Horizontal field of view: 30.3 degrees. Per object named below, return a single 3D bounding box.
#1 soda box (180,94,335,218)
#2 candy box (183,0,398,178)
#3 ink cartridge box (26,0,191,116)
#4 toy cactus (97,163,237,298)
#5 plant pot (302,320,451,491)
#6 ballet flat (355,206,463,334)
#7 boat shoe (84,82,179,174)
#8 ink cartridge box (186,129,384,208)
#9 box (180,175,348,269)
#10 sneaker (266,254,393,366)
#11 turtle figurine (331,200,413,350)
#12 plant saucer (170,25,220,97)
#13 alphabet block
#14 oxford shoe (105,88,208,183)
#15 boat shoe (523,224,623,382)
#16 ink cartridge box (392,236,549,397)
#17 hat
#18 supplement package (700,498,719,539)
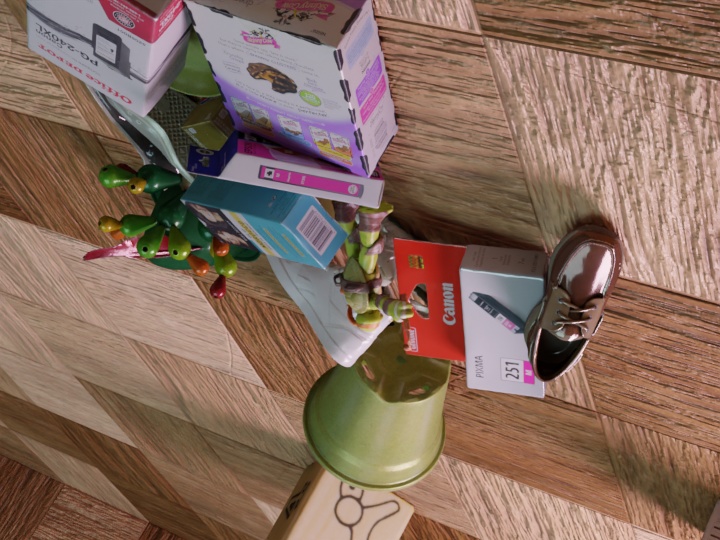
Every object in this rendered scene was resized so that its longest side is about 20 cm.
[{"bbox_3d":[-0.100,-0.119,1.482,0.200,0.064,0.067,44,154,-28],"label":"soda box"},{"bbox_3d":[-0.061,-0.196,1.278,0.167,0.072,0.200,22,155,21],"label":"candy box"},{"bbox_3d":[-0.242,-0.255,1.289,0.145,0.084,0.200,31,156,0],"label":"ink cartridge box"},{"bbox_3d":[-0.211,-0.076,1.571,0.199,0.166,0.102,35,157,-8],"label":"toy cactus"},{"bbox_3d":[0.035,0.158,1.739,0.199,0.201,0.185,28,144,7],"label":"plant pot"},{"bbox_3d":[0.059,0.004,1.533,0.199,0.072,0.072,37,156,-10],"label":"ballet flat"},{"bbox_3d":[-0.263,-0.183,1.580,0.201,0.057,0.067,57,-178,-38],"label":"boat shoe"},{"bbox_3d":[-0.077,-0.109,1.365,0.198,0.037,0.095,8,-160,-8],"label":"ink cartridge box"},{"bbox_3d":[-0.108,-0.059,1.452,0.199,0.049,0.082,14,153,50],"label":"box"},{"bbox_3d":[-0.031,0.005,1.647,0.201,0.116,0.074,54,-157,18],"label":"sneaker"},{"bbox_3d":[0.000,0.000,1.469,0.200,0.064,0.163,-139,42,-64],"label":"turtle figurine"},{"bbox_3d":[-0.206,-0.260,1.377,0.199,0.031,0.200,26,155,13],"label":"plant saucer"},{"bbox_3d":[-0.048,0.478,2.414,0.195,0.201,0.196,35,156,-7],"label":"alphabet block"},{"bbox_3d":[-0.216,-0.165,1.525,0.200,0.075,0.058,44,158,-20],"label":"oxford shoe"},{"bbox_3d":[0.217,0.039,1.351,0.075,0.072,0.201,11,136,-1],"label":"boat shoe"},{"bbox_3d":[0.122,0.053,1.480,0.172,0.044,0.201,6,137,13],"label":"ink cartridge box"},{"bbox_3d":[-0.255,-0.009,1.737,0.200,0.177,0.165,38,156,-15],"label":"hat"},{"bbox_3d":[0.483,0.431,1.690,0.150,0.201,0.152,21,155,21],"label":"supplement package"}]
